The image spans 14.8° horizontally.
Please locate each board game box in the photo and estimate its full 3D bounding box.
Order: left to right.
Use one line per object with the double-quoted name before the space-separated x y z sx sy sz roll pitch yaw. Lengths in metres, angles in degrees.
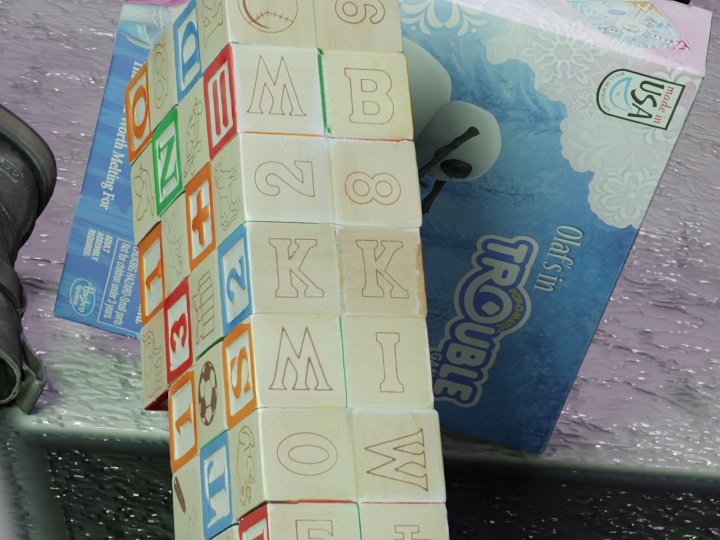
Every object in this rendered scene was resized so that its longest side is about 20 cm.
"board game box" 0.002 -0.036 1.006 0.199 0.200 0.043 15 43 -3

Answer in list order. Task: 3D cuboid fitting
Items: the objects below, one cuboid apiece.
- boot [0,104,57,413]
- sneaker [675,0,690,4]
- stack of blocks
"boot" -0.203 -0.030 1.059 0.200 0.069 0.174 23 26 -9
"sneaker" 0.136 -0.187 1.744 0.200 0.073 0.112 -7 24 -45
"stack of blocks" -0.026 0.017 0.872 0.058 0.200 0.115 2 -18 -21
